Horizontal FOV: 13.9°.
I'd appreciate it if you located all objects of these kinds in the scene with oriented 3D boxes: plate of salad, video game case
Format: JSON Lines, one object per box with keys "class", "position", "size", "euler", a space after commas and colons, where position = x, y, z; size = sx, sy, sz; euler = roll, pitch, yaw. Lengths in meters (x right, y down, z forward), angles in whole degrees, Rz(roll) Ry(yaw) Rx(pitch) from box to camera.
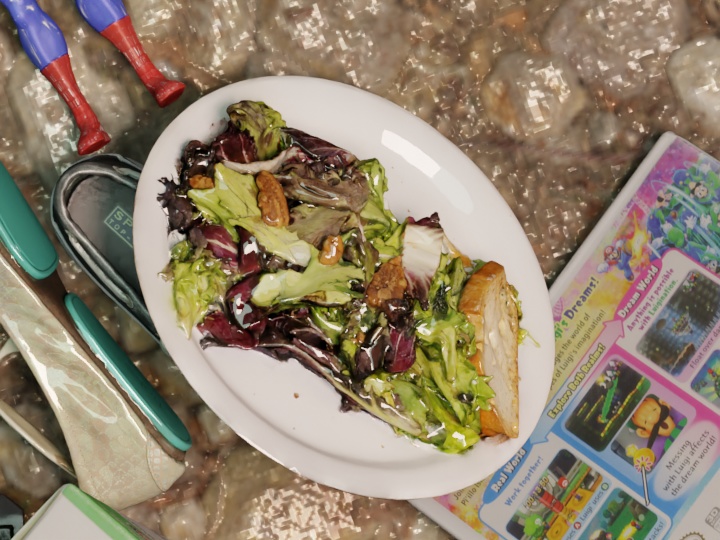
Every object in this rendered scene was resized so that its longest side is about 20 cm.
{"class": "plate of salad", "position": [0.000, 0.000, 1.234], "size": [0.199, 0.048, 0.201], "euler": [15, 56, -23]}
{"class": "video game case", "position": [0.143, 0.066, 1.258], "size": [0.182, 0.024, 0.200], "euler": [35, 88, 29]}

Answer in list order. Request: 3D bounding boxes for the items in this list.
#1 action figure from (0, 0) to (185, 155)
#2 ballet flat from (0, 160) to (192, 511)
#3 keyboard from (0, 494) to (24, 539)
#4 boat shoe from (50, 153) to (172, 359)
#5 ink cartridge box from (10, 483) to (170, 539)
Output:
{"class": "action figure", "position": [-0.150, -0.149, 1.275], "size": [0.065, 0.052, 0.200], "euler": [-33, 89, 1]}
{"class": "ballet flat", "position": [-0.149, 0.019, 1.267], "size": [0.062, 0.067, 0.200], "euler": [-34, 92, 7]}
{"class": "keyboard", "position": [-0.242, 0.166, 1.284], "size": [0.199, 0.021, 0.128], "euler": [-4, 90, -2]}
{"class": "boat shoe", "position": [-0.050, 0.021, 1.268], "size": [0.199, 0.068, 0.074], "euler": [45, 88, -2]}
{"class": "ink cartridge box", "position": [-0.066, 0.173, 1.189], "size": [0.146, 0.200, 0.084], "euler": [39, 87, 16]}
